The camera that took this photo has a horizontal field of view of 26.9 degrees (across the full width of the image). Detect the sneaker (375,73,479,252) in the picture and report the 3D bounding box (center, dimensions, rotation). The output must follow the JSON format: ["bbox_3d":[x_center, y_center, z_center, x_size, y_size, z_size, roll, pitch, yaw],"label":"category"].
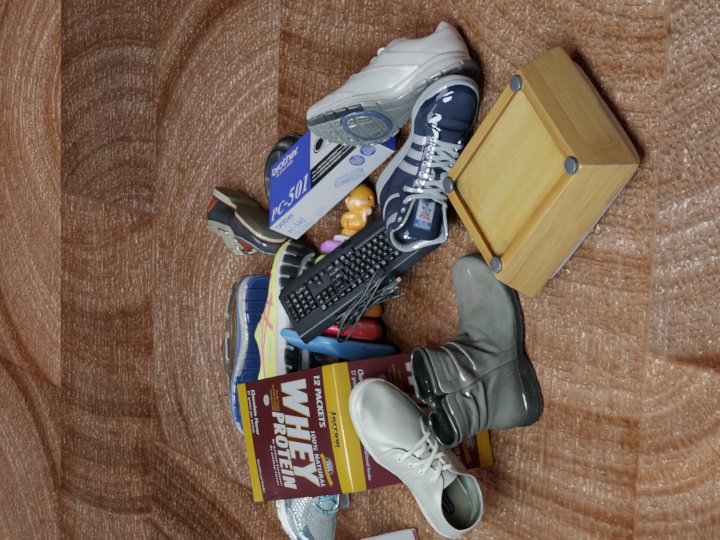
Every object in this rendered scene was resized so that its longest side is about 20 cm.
[{"bbox_3d":[0.077,-0.105,1.596,0.201,0.069,0.109,120,153,-42],"label":"sneaker"}]

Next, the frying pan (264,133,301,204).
[{"bbox_3d":[-0.070,-0.104,1.872,0.189,0.031,0.116,26,116,54],"label":"frying pan"}]

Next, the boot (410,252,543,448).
[{"bbox_3d":[0.106,0.077,1.551,0.068,0.130,0.202,-38,64,49],"label":"boot"}]

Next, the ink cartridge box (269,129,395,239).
[{"bbox_3d":[-0.036,-0.128,1.756,0.200,0.044,0.095,-40,40,41],"label":"ink cartridge box"}]

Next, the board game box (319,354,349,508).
[{"bbox_3d":[-0.071,0.194,1.900,0.134,0.034,0.203,-4,90,54],"label":"board game box"}]

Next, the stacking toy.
[{"bbox_3d":[-0.015,-0.001,1.756,0.109,0.115,0.202,9,90,51],"label":"stacking toy"}]

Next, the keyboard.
[{"bbox_3d":[0.000,0.000,1.677,0.199,0.040,0.104,-38,58,7],"label":"keyboard"}]

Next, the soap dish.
[{"bbox_3d":[0.171,-0.094,1.482,0.201,0.081,0.158,-56,50,40],"label":"soap dish"}]

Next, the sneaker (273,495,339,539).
[{"bbox_3d":[-0.050,0.233,1.769,0.086,0.077,0.202,-24,63,39],"label":"sneaker"}]

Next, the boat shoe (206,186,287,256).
[{"bbox_3d":[-0.149,-0.052,1.941,0.200,0.071,0.063,37,110,57],"label":"boat shoe"}]

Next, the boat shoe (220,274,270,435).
[{"bbox_3d":[-0.138,0.106,1.904,0.072,0.072,0.203,0,84,59],"label":"boat shoe"}]

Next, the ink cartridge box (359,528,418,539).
[{"bbox_3d":[-0.001,0.402,1.782,0.200,0.083,0.146,-33,68,50],"label":"ink cartridge box"}]

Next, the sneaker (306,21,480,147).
[{"bbox_3d":[0.032,-0.200,1.631,0.198,0.075,0.088,-21,55,12],"label":"sneaker"}]

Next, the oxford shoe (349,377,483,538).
[{"bbox_3d":[0.062,0.189,1.526,0.201,0.075,0.058,54,156,-13],"label":"oxford shoe"}]

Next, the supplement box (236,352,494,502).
[{"bbox_3d":[0.004,0.168,1.650,0.199,0.196,0.134,-16,81,53],"label":"supplement box"}]

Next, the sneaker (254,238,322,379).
[{"bbox_3d":[-0.095,0.057,1.842,0.090,0.078,0.202,-22,55,47],"label":"sneaker"}]
